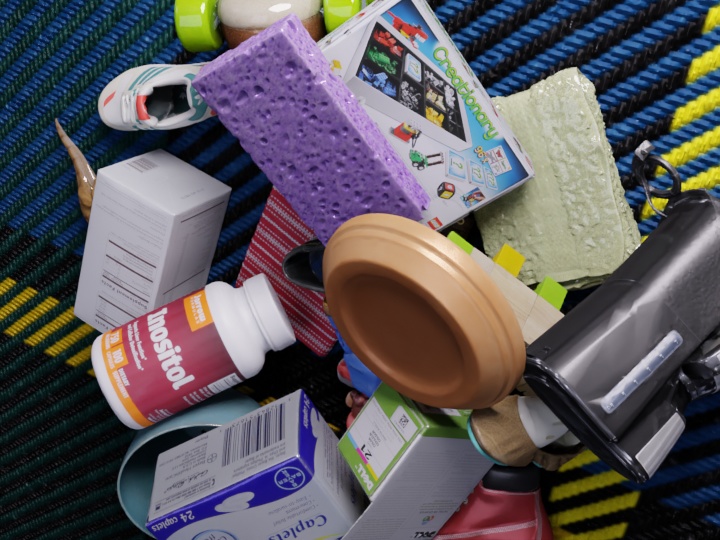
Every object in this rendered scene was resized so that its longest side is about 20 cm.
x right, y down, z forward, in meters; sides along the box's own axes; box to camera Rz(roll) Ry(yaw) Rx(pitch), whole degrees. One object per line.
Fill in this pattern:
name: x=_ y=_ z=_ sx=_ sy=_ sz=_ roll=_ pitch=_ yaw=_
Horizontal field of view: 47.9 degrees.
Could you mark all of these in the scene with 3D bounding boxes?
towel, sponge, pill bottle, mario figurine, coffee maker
towel: x=0.171 y=-0.073 z=0.753 sx=0.148 sy=0.036 sz=0.201 roll=-14 pitch=103 yaw=33
sponge: x=-0.040 y=-0.107 z=0.686 sx=0.111 sy=0.030 sz=0.200 roll=-19 pitch=123 yaw=37
pill bottle: x=-0.178 y=0.082 z=0.885 sx=0.199 sy=0.113 sz=0.113 roll=-26 pitch=97 yaw=-2
mario figurine: x=0.024 y=0.099 z=0.867 sx=0.106 sy=0.124 sz=0.201 roll=-13 pitch=123 yaw=-3
coffee maker: x=0.227 y=0.040 z=0.667 sx=0.200 sy=0.135 sz=0.192 roll=-40 pitch=67 yaw=-6
towel: x=-0.058 y=-0.004 z=0.891 sx=0.144 sy=0.022 sz=0.200 roll=39 pitch=135 yaw=9

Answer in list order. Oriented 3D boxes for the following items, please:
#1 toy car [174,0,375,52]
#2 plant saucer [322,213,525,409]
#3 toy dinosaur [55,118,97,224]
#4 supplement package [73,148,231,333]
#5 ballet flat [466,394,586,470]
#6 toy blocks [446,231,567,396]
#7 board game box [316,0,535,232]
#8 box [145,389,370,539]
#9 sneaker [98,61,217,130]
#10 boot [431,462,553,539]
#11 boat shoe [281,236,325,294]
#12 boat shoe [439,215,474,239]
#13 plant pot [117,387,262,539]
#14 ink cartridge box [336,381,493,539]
toy car: x=-0.063 y=-0.187 z=0.780 sx=0.163 sy=0.158 sz=0.201 roll=0 pitch=126 yaw=11
plant saucer: x=0.042 y=0.045 z=0.679 sx=0.200 sy=0.037 sz=0.201 roll=28 pitch=143 yaw=24
toy dinosaur: x=-0.331 y=-0.096 z=1.002 sx=0.106 sy=0.060 sz=0.201 roll=-7 pitch=105 yaw=32
supplement package: x=-0.247 y=-0.021 z=0.953 sx=0.109 sy=0.114 sz=0.201 roll=29 pitch=120 yaw=14
ballet flat: x=0.170 y=0.150 z=0.761 sx=0.072 sy=0.200 sz=0.068 roll=-27 pitch=59 yaw=23
toy blocks: x=0.125 y=0.064 z=0.785 sx=0.200 sy=0.100 sz=0.137 roll=36 pitch=149 yaw=-7
board game box: x=0.046 y=-0.129 z=0.697 sx=0.126 sy=0.035 sz=0.200 roll=-29 pitch=118 yaw=22
box: x=-0.095 y=0.260 z=0.873 sx=0.183 sy=0.105 sz=0.200 roll=-26 pitch=121 yaw=11
sneaker: x=-0.232 y=-0.190 z=0.892 sx=0.199 sy=0.093 sz=0.071 roll=0 pitch=109 yaw=28
boot: x=0.107 y=0.254 z=0.896 sx=0.199 sy=0.072 sz=0.145 roll=-8 pitch=103 yaw=24
boat shoe: x=0.000 y=0.000 z=0.763 sx=0.200 sy=0.056 sz=0.069 roll=4 pitch=110 yaw=51
boat shoe: x=0.018 y=-0.077 z=0.802 sx=0.200 sy=0.070 sz=0.070 roll=30 pitch=108 yaw=-10
plant pot: x=-0.180 y=0.217 z=0.979 sx=0.199 sy=0.135 sz=0.201 roll=-2 pitch=121 yaw=-3
ink cartridge box: x=0.042 y=0.207 z=0.823 sx=0.200 sy=0.147 sz=0.076 roll=-56 pitch=47 yaw=19
